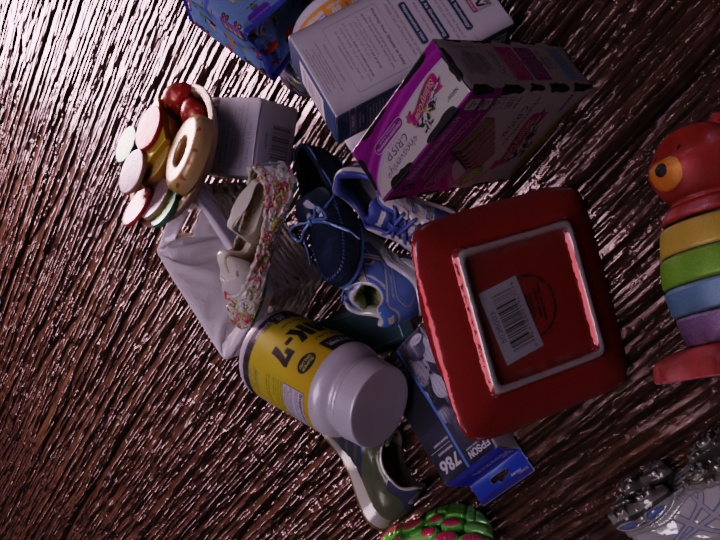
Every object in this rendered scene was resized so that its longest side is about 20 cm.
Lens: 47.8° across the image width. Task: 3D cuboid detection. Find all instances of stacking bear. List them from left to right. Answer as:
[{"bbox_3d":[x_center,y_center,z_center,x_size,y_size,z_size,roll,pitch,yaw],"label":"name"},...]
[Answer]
[{"bbox_3d":[0.288,-0.021,0.657,0.121,0.111,0.204,145,117,-68],"label":"stacking bear"}]

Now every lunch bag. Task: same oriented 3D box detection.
[{"bbox_3d":[-0.099,-0.347,0.922,0.150,0.094,0.201,38,83,23],"label":"lunch bag"}]

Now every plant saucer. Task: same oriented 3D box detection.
[{"bbox_3d":[-0.012,0.084,1.037,0.199,0.019,0.071,-28,81,43],"label":"plant saucer"}]

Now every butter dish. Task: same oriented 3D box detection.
[{"bbox_3d":[0.132,0.040,0.798,0.147,0.196,0.204,-17,88,68],"label":"butter dish"}]

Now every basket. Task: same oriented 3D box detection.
[{"bbox_3d":[-0.160,-0.008,1.086,0.201,0.122,0.136,53,130,22],"label":"basket"}]

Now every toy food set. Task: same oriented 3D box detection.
[{"bbox_3d":[-0.252,-0.148,1.049,0.198,0.048,0.202,-43,48,27],"label":"toy food set"}]

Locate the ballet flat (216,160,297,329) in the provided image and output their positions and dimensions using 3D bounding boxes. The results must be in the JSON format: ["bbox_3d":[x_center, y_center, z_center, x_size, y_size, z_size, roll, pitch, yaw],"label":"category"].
[{"bbox_3d":[-0.132,-0.033,0.944,0.075,0.063,0.204,22,98,47],"label":"ballet flat"}]

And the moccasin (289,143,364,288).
[{"bbox_3d":[-0.050,-0.065,0.948,0.080,0.068,0.202,-42,44,25],"label":"moccasin"}]

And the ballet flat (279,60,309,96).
[{"bbox_3d":[-0.092,-0.299,0.988,0.072,0.071,0.204,-33,69,43],"label":"ballet flat"}]

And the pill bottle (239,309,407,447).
[{"bbox_3d":[-0.045,0.127,0.967,0.198,0.113,0.117,19,113,43],"label":"pill bottle"}]

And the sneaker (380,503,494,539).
[{"bbox_3d":[0.094,0.338,0.970,0.084,0.077,0.199,53,137,-3],"label":"sneaker"}]

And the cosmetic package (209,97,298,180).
[{"bbox_3d":[-0.177,-0.175,1.085,0.197,0.073,0.104,9,92,41],"label":"cosmetic package"}]

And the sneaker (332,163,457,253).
[{"bbox_3d":[0.047,-0.050,0.899,0.199,0.087,0.076,40,123,29],"label":"sneaker"}]

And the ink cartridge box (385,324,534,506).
[{"bbox_3d":[0.104,0.168,0.930,0.202,0.039,0.100,56,131,18],"label":"ink cartridge box"}]

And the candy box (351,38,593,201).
[{"bbox_3d":[0.105,-0.137,0.740,0.062,0.198,0.137,56,133,18],"label":"candy box"}]

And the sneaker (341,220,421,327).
[{"bbox_3d":[0.000,0.000,0.949,0.199,0.076,0.077,31,141,45],"label":"sneaker"}]

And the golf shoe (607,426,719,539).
[{"bbox_3d":[0.319,0.202,0.719,0.097,0.078,0.200,47,136,4],"label":"golf shoe"}]

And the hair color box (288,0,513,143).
[{"bbox_3d":[0.039,-0.219,0.794,0.101,0.198,0.061,59,172,15],"label":"hair color box"}]

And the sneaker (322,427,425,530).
[{"bbox_3d":[0.014,0.212,1.019,0.090,0.067,0.202,-39,68,27],"label":"sneaker"}]

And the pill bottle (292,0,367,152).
[{"bbox_3d":[0.015,-0.195,0.876,0.112,0.111,0.202,-42,71,41],"label":"pill bottle"}]
